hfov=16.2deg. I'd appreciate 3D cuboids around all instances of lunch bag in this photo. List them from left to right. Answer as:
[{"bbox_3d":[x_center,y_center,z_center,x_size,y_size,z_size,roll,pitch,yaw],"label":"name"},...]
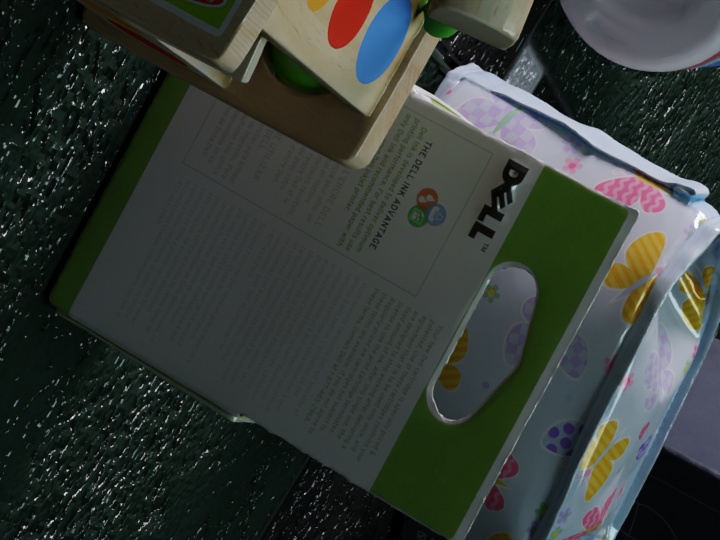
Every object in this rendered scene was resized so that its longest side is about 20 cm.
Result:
[{"bbox_3d":[0.080,0.022,1.236,0.127,0.169,0.201,-12,128,-60],"label":"lunch bag"}]

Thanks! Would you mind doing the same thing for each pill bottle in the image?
[{"bbox_3d":[0.187,-0.163,1.324,0.200,0.112,0.113,-12,128,-61],"label":"pill bottle"}]

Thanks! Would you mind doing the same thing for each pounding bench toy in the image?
[{"bbox_3d":[-0.008,-0.110,0.841,0.125,0.200,0.156,-60,158,-2],"label":"pounding bench toy"}]

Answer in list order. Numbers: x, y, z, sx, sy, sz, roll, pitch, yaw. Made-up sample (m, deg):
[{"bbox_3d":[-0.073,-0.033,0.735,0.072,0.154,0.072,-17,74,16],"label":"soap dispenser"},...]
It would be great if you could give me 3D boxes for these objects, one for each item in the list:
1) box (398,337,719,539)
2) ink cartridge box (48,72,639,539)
[{"bbox_3d":[0.142,0.132,1.467,0.124,0.200,0.197,-37,149,-48],"label":"box"},{"bbox_3d":[0.000,0.000,0.993,0.148,0.200,0.076,-61,158,3],"label":"ink cartridge box"}]
